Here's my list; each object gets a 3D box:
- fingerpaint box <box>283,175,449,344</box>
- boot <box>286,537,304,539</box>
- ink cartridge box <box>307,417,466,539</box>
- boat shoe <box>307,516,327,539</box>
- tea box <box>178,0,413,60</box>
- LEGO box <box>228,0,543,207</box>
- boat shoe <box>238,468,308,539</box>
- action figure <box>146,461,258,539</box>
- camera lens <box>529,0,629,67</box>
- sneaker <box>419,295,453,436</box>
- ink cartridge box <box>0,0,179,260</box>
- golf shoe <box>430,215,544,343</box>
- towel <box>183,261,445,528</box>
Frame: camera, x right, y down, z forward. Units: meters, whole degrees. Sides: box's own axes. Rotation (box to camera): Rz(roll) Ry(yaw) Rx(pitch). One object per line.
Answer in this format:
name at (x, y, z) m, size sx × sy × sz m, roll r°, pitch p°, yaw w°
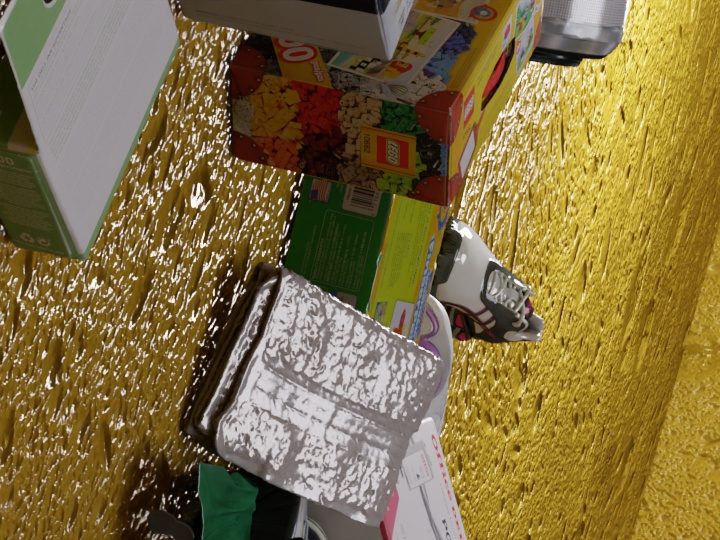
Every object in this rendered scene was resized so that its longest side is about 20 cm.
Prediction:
fingerpaint box at (0.000, 0.000, 1.761) m, size 0.167 × 0.073 × 0.201 m, roll -4°, pitch 108°, yaw -73°
boot at (-0.057, 0.279, 1.603) m, size 0.200 × 0.070 × 0.146 m, roll -37°, pitch 109°, yaw -28°
ink cartridge box at (0.013, 0.197, 1.858) m, size 0.200 × 0.083 × 0.147 m, roll -11°, pitch 85°, yaw -73°
boat shoe at (-0.069, 0.272, 1.745) m, size 0.062 × 0.074 × 0.201 m, roll 0°, pitch 108°, yaw -81°
tea box at (-0.023, -0.260, 1.350) m, size 0.197 × 0.133 × 0.200 m, roll 78°, pitch 29°, yaw -59°
LEGO box at (0.020, -0.141, 1.573) m, size 0.200 × 0.149 × 0.077 m, roll -61°, pitch 158°, yaw -46°
boat shoe at (-0.075, 0.234, 1.693) m, size 0.065 × 0.074 × 0.203 m, roll 49°, pitch 48°, yaw -66°
action figure at (-0.100, 0.170, 1.583) m, size 0.200 × 0.055 × 0.118 m, roll -13°, pitch 114°, yaw -81°
camera lens at (0.137, -0.265, 1.868) m, size 0.160 × 0.160 × 0.201 m, roll -20°, pitch 122°, yaw -72°
sneaker at (0.036, 0.091, 2.005) m, size 0.100 × 0.075 × 0.200 m, roll -79°, pitch 177°, yaw -54°
ink cartridge box at (-0.146, -0.117, 1.190) m, size 0.200 × 0.048 × 0.146 m, roll 77°, pitch 30°, yaw -58°
golf shoe at (0.111, 0.011, 2.146) m, size 0.200 × 0.088 × 0.077 m, roll 56°, pitch 50°, yaw -68°
towel at (-0.026, 0.086, 1.638) m, size 0.200 × 0.034 × 0.133 m, roll 29°, pitch 83°, yaw -44°
